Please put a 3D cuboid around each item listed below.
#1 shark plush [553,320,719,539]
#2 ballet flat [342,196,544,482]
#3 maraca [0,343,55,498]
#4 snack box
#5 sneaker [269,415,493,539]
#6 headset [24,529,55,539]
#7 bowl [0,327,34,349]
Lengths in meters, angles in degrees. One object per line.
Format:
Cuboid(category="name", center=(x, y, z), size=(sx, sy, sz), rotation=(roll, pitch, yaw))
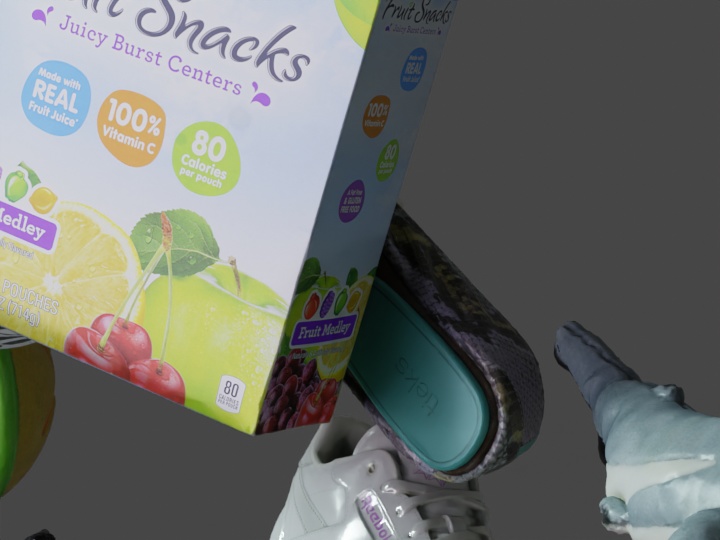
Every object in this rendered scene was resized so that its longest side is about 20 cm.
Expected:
Cuboid(category="shark plush", center=(0.129, 0.062, 0.878), size=(0.083, 0.091, 0.200), rotation=(-65, 20, 7))
Cuboid(category="ballet flat", center=(0.000, 0.000, 1.008), size=(0.200, 0.072, 0.072), rotation=(50, 133, 23))
Cuboid(category="maraca", center=(-0.217, 0.053, 1.295), size=(0.200, 0.107, 0.137), rotation=(3, 97, 55))
Cuboid(category="snack box", center=(-0.066, -0.064, 0.961), size=(0.168, 0.068, 0.200), rotation=(21, 101, 24))
Cuboid(category="sneaker", center=(0.017, 0.108, 0.984), size=(0.200, 0.075, 0.100), rotation=(24, 100, 61))
Cuboid(category="headset", center=(-0.138, 0.207, 1.202), size=(0.094, 0.123, 0.200), rotation=(-56, 36, 16))
Cuboid(category="bowl", center=(-0.129, -0.031, 1.145), size=(0.201, 0.094, 0.201), rotation=(-35, 25, 19))
